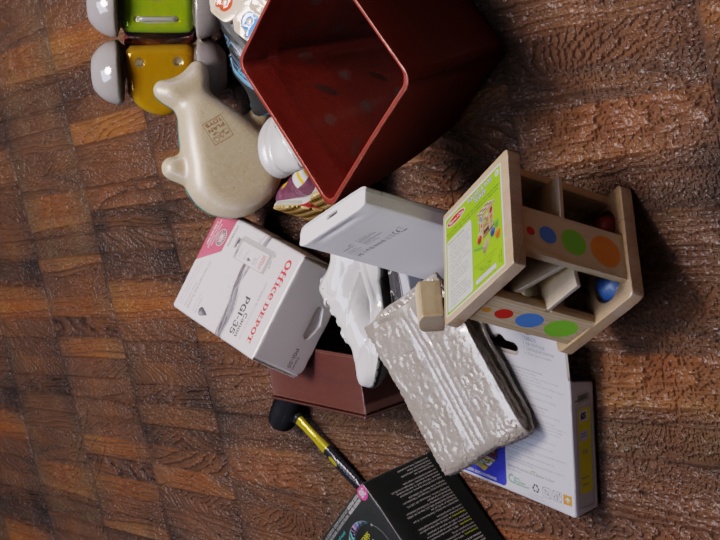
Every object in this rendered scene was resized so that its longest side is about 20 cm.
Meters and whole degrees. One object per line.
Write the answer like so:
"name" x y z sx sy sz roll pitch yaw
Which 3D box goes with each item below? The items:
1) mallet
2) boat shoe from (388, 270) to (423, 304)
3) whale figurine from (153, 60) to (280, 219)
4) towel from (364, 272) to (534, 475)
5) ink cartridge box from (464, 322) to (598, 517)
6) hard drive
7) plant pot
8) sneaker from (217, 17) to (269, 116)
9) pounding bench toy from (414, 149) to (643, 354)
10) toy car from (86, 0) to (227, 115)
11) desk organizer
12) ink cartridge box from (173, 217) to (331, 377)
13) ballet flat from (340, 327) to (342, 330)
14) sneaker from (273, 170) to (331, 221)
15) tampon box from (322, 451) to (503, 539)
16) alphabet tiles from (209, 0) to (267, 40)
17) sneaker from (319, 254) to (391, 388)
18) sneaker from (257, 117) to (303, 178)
"mallet" -0.047 0.225 1.766 0.200 0.041 0.066 38 130 31
"boat shoe" 0.063 0.038 1.520 0.066 0.070 0.201 -158 54 -66
"whale figurine" -0.187 -0.161 1.691 0.201 0.159 0.104 58 163 -6
"towel" 0.093 0.112 1.442 0.132 0.034 0.201 -36 77 40
"ink cartridge box" 0.168 0.143 1.444 0.197 0.047 0.201 16 115 50
"hard drive" 0.055 -0.032 1.394 0.132 0.199 0.027 -30 51 53
"plant pot" 0.024 -0.218 1.366 0.200 0.176 0.200 58 142 19
"sneaker" -0.145 -0.284 1.644 0.082 0.073 0.201 -34 77 53
"pounding bench toy" 0.160 0.006 1.291 0.200 0.155 0.125 -48 34 50
"toy car" -0.261 -0.311 1.739 0.150 0.174 0.201 -99 9 -66
"desk organizer" -0.034 0.127 1.675 0.200 0.071 0.077 5 106 51
"ink cartridge box" -0.128 0.026 1.685 0.200 0.083 0.147 27 90 48
"ballet flat" 0.000 0.000 1.596 0.067 0.046 0.201 35 130 38
"sneaker" -0.043 -0.113 1.596 0.200 0.075 0.091 -11 64 64
"tampon box" 0.076 0.345 1.575 0.200 0.126 0.150 54 141 22
"alphabet tiles" -0.084 -0.348 1.513 0.200 0.015 0.196 40 109 18
"sneaker" -0.001 0.038 1.552 0.087 0.074 0.201 -1 97 20
"sneaker" -0.059 -0.207 1.538 0.099 0.075 0.201 -9 72 48
